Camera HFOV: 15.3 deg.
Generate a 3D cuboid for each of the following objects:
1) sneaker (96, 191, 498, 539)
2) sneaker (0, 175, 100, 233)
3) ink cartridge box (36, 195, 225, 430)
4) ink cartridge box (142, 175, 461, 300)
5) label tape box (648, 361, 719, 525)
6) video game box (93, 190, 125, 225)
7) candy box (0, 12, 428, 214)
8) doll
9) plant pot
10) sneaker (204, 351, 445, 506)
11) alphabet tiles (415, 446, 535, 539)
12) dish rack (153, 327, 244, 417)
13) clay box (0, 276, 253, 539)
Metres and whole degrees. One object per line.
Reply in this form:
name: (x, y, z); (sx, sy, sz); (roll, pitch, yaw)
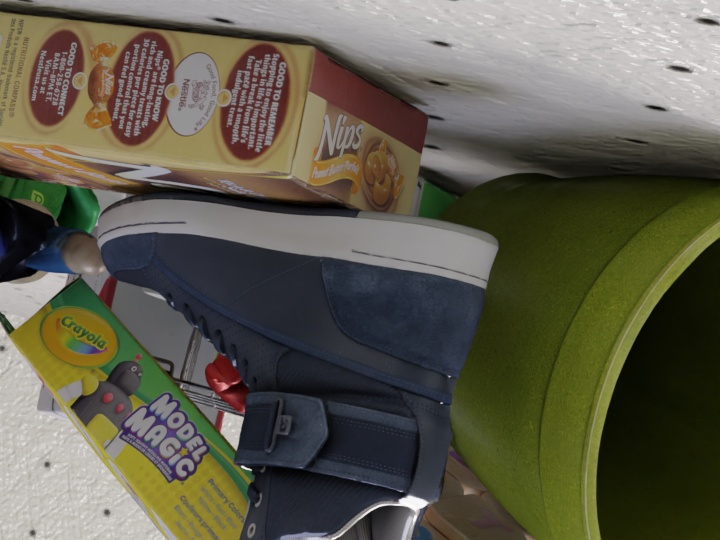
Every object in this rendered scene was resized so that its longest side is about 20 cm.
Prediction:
sneaker: (-0.042, 0.047, 1.075); (0.201, 0.147, 0.077); (7, 176, 43)
sneaker: (-0.183, -0.049, 1.276); (0.083, 0.074, 0.200); (35, -168, 20)
ink cartridge box: (-0.121, 0.021, 1.531); (0.082, 0.148, 0.200); (14, 173, -12)
ink cartridge box: (0.000, 0.000, 1.391); (0.146, 0.084, 0.200); (9, 174, 26)
label tape box: (0.205, 0.099, 1.232); (0.142, 0.201, 0.066); (-1, 146, 8)
video game box: (-0.244, -0.065, 1.453); (0.199, 0.047, 0.182); (15, 171, -23)
candy box: (-0.086, -0.062, 1.090); (0.199, 0.056, 0.115); (9, 174, 25)
doll: (-0.172, -0.020, 1.159); (0.135, 0.049, 0.200); (8, 174, 12)
plant pot: (0.115, 0.041, 1.144); (0.199, 0.202, 0.193); (16, -175, -37)
sneaker: (-0.032, 0.020, 1.157); (0.084, 0.201, 0.077); (-20, 166, -17)
alphabet tiles: (0.092, 0.140, 1.212); (0.200, 0.015, 0.195); (38, -161, 26)
dish rack: (-0.048, 0.054, 1.345); (0.199, 0.055, 0.153); (15, 172, -1)
clay box: (-0.083, 0.086, 1.187); (0.200, 0.048, 0.115); (46, 171, 37)
